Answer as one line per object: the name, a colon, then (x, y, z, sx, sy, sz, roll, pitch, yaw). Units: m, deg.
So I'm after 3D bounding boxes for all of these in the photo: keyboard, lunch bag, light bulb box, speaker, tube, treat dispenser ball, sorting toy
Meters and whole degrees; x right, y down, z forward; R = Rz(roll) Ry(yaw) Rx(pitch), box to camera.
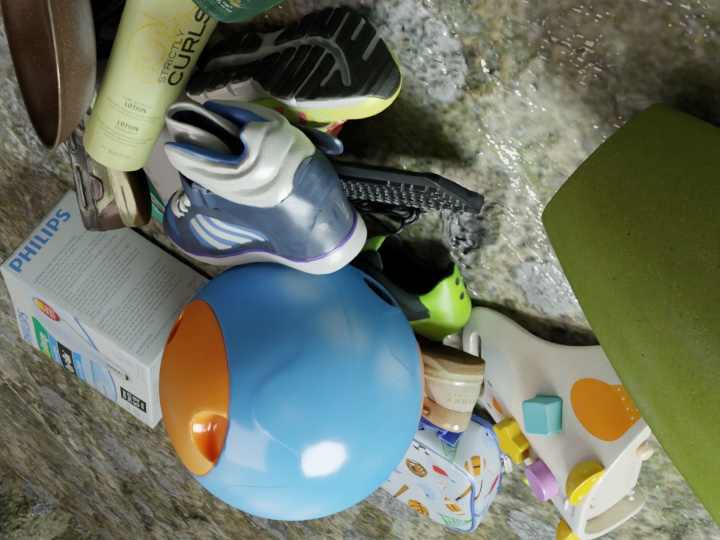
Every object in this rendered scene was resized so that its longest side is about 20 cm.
keyboard: (0.000, -0.053, 0.826, 0.200, 0.040, 0.104, 13, 178, 41)
lunch bag: (0.054, 0.168, 1.120, 0.200, 0.076, 0.160, 26, 149, 23)
light bulb box: (-0.279, 0.047, 1.275, 0.200, 0.125, 0.198, 32, 153, 8)
speaker: (-0.151, -0.117, 0.912, 0.081, 0.081, 0.200, 17, 146, 35)
tube: (-0.141, -0.156, 0.783, 0.052, 0.058, 0.200, 49, 129, 20)
treat dispenser ball: (-0.051, 0.086, 0.855, 0.201, 0.201, 0.201, 29, 152, 17)
sorting toy: (0.149, 0.117, 0.930, 0.180, 0.107, 0.200, 45, 159, 30)

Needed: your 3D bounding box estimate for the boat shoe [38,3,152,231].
boat shoe: (-0.229, -0.125, 0.921, 0.073, 0.065, 0.200, -100, -7, -79)

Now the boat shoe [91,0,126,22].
boat shoe: (-0.160, -0.231, 0.769, 0.067, 0.057, 0.200, 40, 153, -4)

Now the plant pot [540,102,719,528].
plant pot: (0.200, 0.010, 0.613, 0.200, 0.187, 0.187, 48, 155, 13)

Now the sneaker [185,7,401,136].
sneaker: (-0.033, -0.121, 0.783, 0.200, 0.078, 0.090, 11, 152, 51)

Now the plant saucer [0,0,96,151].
plant saucer: (-0.225, -0.188, 0.809, 0.200, 0.037, 0.201, 41, 138, 53)

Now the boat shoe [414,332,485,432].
boat shoe: (0.036, 0.087, 0.964, 0.071, 0.065, 0.200, 5, -174, -22)

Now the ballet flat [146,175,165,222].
ballet flat: (-0.207, -0.111, 1.012, 0.200, 0.067, 0.070, 52, 164, -22)

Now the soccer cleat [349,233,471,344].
soccer cleat: (0.000, 0.000, 0.942, 0.200, 0.068, 0.081, 14, 136, 27)

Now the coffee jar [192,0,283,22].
coffee jar: (-0.032, -0.206, 0.622, 0.200, 0.085, 0.104, 0, 132, 51)

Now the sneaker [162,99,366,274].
sneaker: (-0.098, -0.070, 0.780, 0.200, 0.081, 0.146, 12, 151, 43)
